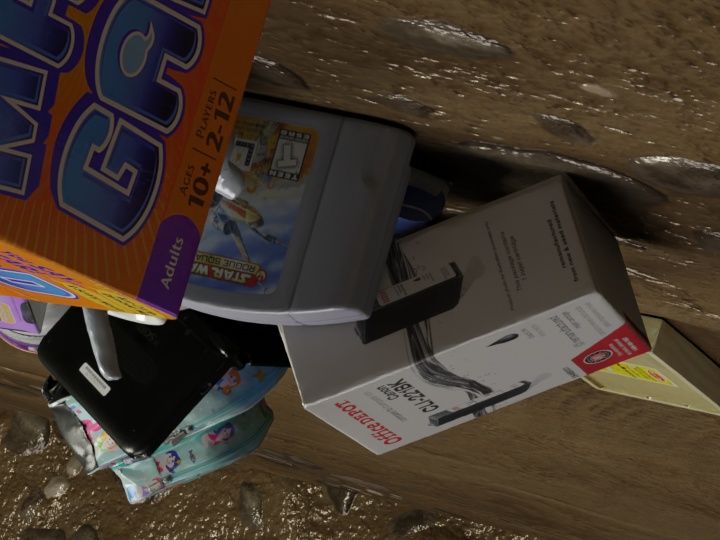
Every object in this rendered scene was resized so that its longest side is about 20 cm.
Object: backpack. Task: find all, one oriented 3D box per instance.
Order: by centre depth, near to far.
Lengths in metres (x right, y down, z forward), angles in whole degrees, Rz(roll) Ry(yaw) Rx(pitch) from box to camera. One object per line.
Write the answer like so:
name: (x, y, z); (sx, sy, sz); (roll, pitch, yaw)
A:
backpack: (-0.152, 0.099, 2.201); (0.151, 0.199, 0.178); (57, -166, -8)

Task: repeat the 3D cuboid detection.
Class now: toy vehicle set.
toy vehicle set: (0.206, 0.066, 1.959); (0.123, 0.027, 0.200); (11, 168, 29)

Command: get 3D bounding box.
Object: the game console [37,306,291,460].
game console: (-0.138, 0.070, 2.058); (0.116, 0.176, 0.200); (45, 176, -39)

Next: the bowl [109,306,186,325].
bowl: (-0.179, -0.016, 1.961); (0.199, 0.095, 0.201); (16, 169, 3)

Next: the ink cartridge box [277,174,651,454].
ink cartridge box: (0.063, 0.032, 1.583); (0.199, 0.084, 0.144); (-21, 158, 14)

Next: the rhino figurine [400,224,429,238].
rhino figurine: (0.000, 0.000, 1.801); (0.060, 0.087, 0.200); (62, 165, -3)

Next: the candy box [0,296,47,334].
candy box: (-0.309, -0.032, 1.663); (0.198, 0.072, 0.168); (9, 159, 4)

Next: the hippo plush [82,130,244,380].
hippo plush: (-0.159, -0.075, 1.479); (0.200, 0.160, 0.160); (34, 157, 50)

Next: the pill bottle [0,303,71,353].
pill bottle: (-0.276, 0.005, 2.179); (0.111, 0.112, 0.200); (17, 169, -2)

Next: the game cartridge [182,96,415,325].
game cartridge: (-0.074, -0.038, 1.553); (0.199, 0.134, 0.042); (12, 167, 23)

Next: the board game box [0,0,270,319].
board game box: (-0.188, -0.110, 1.159); (0.199, 0.201, 0.199); (7, 167, 45)

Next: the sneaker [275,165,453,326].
sneaker: (-0.015, -0.013, 1.644); (0.080, 0.116, 0.199); (20, 170, -24)
